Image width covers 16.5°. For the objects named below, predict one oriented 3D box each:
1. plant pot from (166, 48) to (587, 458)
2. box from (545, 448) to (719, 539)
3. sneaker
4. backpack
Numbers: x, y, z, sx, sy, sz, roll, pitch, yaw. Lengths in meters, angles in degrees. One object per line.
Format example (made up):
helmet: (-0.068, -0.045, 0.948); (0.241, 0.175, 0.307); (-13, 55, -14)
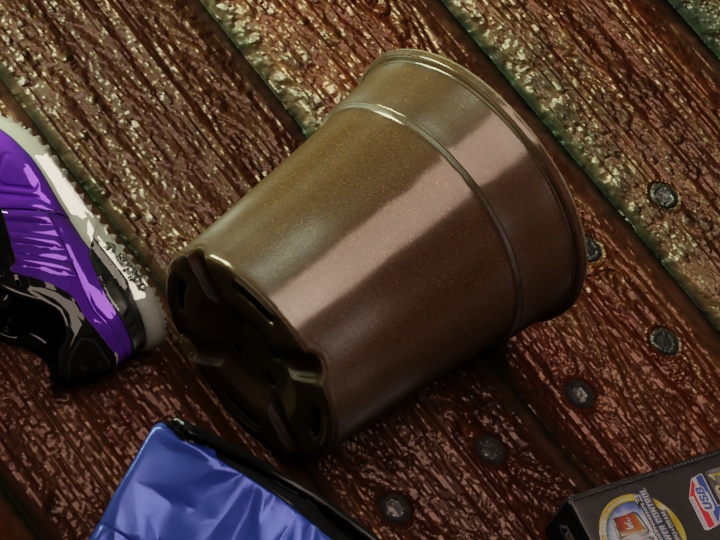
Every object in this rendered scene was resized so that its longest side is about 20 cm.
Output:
plant pot: (0.000, 0.000, 1.525); (0.198, 0.200, 0.200); (-37, 76, -26)
box: (0.230, 0.215, 1.547); (0.160, 0.044, 0.200); (-13, 63, -28)
sneaker: (-0.214, -0.012, 1.517); (0.099, 0.070, 0.200); (-34, 73, -32)
backpack: (-0.062, 0.200, 1.382); (0.200, 0.163, 0.168); (29, 82, 0)
